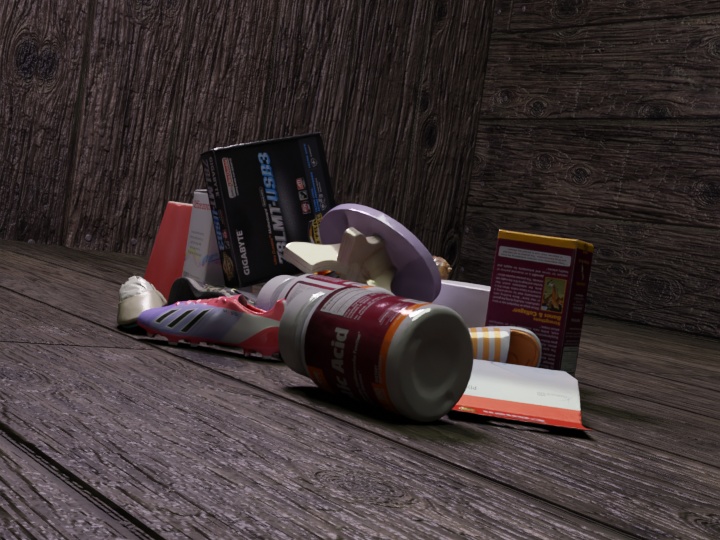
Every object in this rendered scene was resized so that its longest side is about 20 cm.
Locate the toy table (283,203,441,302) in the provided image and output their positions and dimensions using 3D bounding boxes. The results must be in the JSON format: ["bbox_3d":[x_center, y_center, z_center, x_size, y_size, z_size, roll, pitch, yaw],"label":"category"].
[{"bbox_3d":[0.000,0.000,1.508,0.198,0.186,0.117,24,38,27],"label":"toy table"}]

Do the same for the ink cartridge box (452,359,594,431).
[{"bbox_3d":[0.165,0.133,1.217,0.157,0.048,0.200,9,0,0],"label":"ink cartridge box"}]

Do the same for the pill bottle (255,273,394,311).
[{"bbox_3d":[-0.043,0.064,1.408,0.108,0.112,0.198,6,3,-41],"label":"pill bottle"}]

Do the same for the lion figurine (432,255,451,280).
[{"bbox_3d":[0.043,0.012,1.738,0.198,0.123,0.073,21,-18,38],"label":"lion figurine"}]

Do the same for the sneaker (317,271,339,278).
[{"bbox_3d":[-0.020,0.038,1.668,0.198,0.079,0.078,12,3,43],"label":"sneaker"}]

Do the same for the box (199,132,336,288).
[{"bbox_3d":[-0.126,-0.090,1.621,0.196,0.204,0.049,-13,4,-39],"label":"box"}]

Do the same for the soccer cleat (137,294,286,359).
[{"bbox_3d":[-0.184,0.061,1.388,0.196,0.078,0.067,9,2,12],"label":"soccer cleat"}]

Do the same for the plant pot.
[{"bbox_3d":[-0.271,-0.020,1.879,0.197,0.181,0.200,8,3,0],"label":"plant pot"}]

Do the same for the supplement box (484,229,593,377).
[{"bbox_3d":[0.228,0.056,1.433,0.109,0.204,0.085,9,1,28],"label":"supplement box"}]

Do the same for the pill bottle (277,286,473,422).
[{"bbox_3d":[0.010,0.079,1.132,0.113,0.116,0.198,6,2,-41],"label":"pill bottle"}]

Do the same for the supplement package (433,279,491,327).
[{"bbox_3d":[0.188,0.086,1.573,0.197,0.124,0.119,10,3,27],"label":"supplement package"}]

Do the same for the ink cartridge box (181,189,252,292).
[{"bbox_3d":[-0.216,-0.018,1.690,0.083,0.204,0.144,7,2,-22],"label":"ink cartridge box"}]

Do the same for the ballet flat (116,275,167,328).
[{"bbox_3d":[-0.309,0.041,1.530,0.068,0.071,0.200,8,-1,-8],"label":"ballet flat"}]

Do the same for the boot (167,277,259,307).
[{"bbox_3d":[-0.174,0.063,1.557,0.152,0.075,0.202,12,-1,-35],"label":"boot"}]

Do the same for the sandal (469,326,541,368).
[{"bbox_3d":[0.123,0.112,1.374,0.203,0.081,0.059,0,2,10],"label":"sandal"}]
